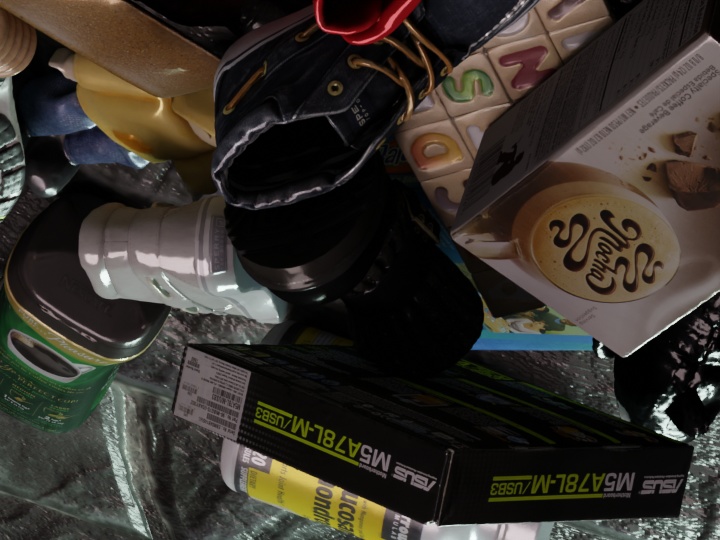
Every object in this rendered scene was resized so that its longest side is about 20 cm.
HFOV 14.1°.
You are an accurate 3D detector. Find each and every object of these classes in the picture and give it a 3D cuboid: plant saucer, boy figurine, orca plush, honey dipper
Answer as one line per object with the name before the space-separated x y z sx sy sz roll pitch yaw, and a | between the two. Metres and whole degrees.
plant saucer | -0.152 -0.138 1.455 0.200 0.036 0.200 32 -177 -2
boy figurine | -0.113 -0.079 1.603 0.199 0.065 0.124 0 143 44
orca plush | 0.187 0.052 1.506 0.105 0.071 0.200 14 146 -27
honey dipper | -0.211 -0.131 1.435 0.038 0.038 0.200 16 177 16

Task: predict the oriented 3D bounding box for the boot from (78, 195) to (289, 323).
boot | -0.096 -0.012 1.630 0.095 0.074 0.200 3 173 10

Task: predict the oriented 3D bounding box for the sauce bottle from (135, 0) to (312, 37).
sauce bottle | -0.102 -0.165 1.444 0.199 0.065 0.065 30 152 -15

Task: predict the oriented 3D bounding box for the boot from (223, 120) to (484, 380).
boot | 0.002 -0.001 1.452 0.079 0.211 0.158 -23 116 11

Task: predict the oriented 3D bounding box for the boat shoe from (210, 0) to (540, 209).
boat shoe | 0.016 -0.098 1.355 0.200 0.091 0.071 -31 122 23

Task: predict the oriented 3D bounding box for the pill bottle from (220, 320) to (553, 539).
pill bottle | 0.024 0.112 1.774 0.199 0.112 0.112 19 152 10

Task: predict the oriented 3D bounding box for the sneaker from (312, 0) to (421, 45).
sneaker | -0.027 -0.161 1.331 0.199 0.116 0.078 -9 138 47

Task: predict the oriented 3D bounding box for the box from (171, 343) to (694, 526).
box | 0.037 0.082 1.507 0.199 0.048 0.193 19 -171 42

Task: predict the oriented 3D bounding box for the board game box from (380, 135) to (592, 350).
board game box | 0.066 -0.016 1.588 0.199 0.045 0.152 0 143 38

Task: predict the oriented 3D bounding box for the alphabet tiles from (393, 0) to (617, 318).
alphabet tiles | 0.104 -0.065 1.446 0.166 0.008 0.200 -14 129 23

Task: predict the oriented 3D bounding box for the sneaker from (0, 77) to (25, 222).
sneaker | -0.227 -0.100 1.604 0.074 0.081 0.201 -8 131 -23

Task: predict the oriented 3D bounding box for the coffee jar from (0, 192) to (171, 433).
coffee jar | -0.183 0.027 1.818 0.104 0.086 0.200 32 153 -8

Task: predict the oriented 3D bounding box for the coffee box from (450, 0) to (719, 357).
coffee box | 0.150 -0.057 1.366 0.113 0.080 0.200 35 137 -17
